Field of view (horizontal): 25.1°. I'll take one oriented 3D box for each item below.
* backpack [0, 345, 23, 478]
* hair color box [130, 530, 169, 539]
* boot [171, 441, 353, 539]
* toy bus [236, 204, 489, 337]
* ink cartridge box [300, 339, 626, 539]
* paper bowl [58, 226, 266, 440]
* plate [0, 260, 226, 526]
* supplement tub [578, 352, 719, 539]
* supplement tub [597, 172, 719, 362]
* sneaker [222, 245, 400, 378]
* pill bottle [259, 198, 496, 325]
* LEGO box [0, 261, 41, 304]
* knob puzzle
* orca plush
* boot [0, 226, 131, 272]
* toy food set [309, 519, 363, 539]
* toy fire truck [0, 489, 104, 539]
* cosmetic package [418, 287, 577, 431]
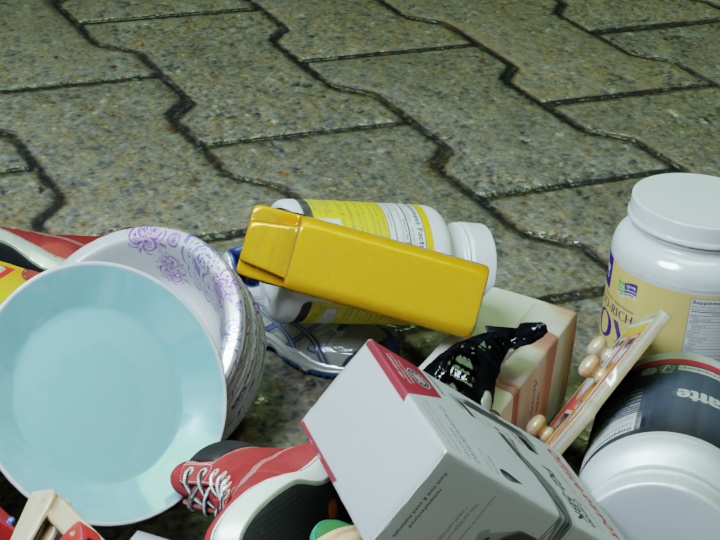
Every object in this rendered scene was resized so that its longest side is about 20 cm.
[{"bbox_3d":[-0.337,0.099,1.234,0.190,0.154,0.200,3,-6,-30],"label":"backpack"},{"bbox_3d":[-0.088,0.252,1.101,0.200,0.061,0.099,14,27,17],"label":"hair color box"},{"bbox_3d":[-0.091,0.168,1.132,0.144,0.073,0.200,-2,11,25],"label":"boot"},{"bbox_3d":[0.000,0.000,1.340,0.200,0.065,0.078,15,2,-4],"label":"toy bus"},{"bbox_3d":[0.075,0.151,1.098,0.200,0.083,0.147,32,13,-33],"label":"ink cartridge box"},{"bbox_3d":[-0.175,0.073,1.341,0.200,0.104,0.201,-7,63,14],"label":"paper bowl"},{"bbox_3d":[-0.195,0.092,1.210,0.200,0.200,0.026,-15,-7,-33],"label":"plate"},{"bbox_3d":[0.238,0.164,1.238,0.140,0.141,0.200,10,27,12],"label":"supplement tub"},{"bbox_3d":[0.291,0.028,1.454,0.145,0.200,0.145,3,26,-2],"label":"supplement tub"},{"bbox_3d":[-0.055,0.037,1.512,0.200,0.088,0.075,16,27,20],"label":"sneaker"},{"bbox_3d":[0.017,-0.006,1.459,0.200,0.111,0.111,3,25,-19],"label":"pill bottle"},{"bbox_3d":[-0.390,0.056,1.433,0.149,0.077,0.200,15,28,21],"label":"LEGO box"},{"bbox_3d":[0.165,0.110,1.304,0.030,0.220,0.220,39,33,4],"label":"knob puzzle"},{"bbox_3d":[0.077,0.096,1.233,0.105,0.071,0.200,34,58,28],"label":"orca plush"},{"bbox_3d":[-0.297,-0.016,1.608,0.200,0.072,0.144,17,27,7],"label":"boot"},{"bbox_3d":[0.024,0.249,1.035,0.198,0.049,0.200,17,44,-41],"label":"toy food set"},{"bbox_3d":[-0.236,0.198,1.105,0.049,0.141,0.200,42,5,-33],"label":"toy fire truck"},{"bbox_3d":[0.110,0.105,1.382,0.087,0.103,0.200,17,30,20],"label":"cosmetic package"}]
